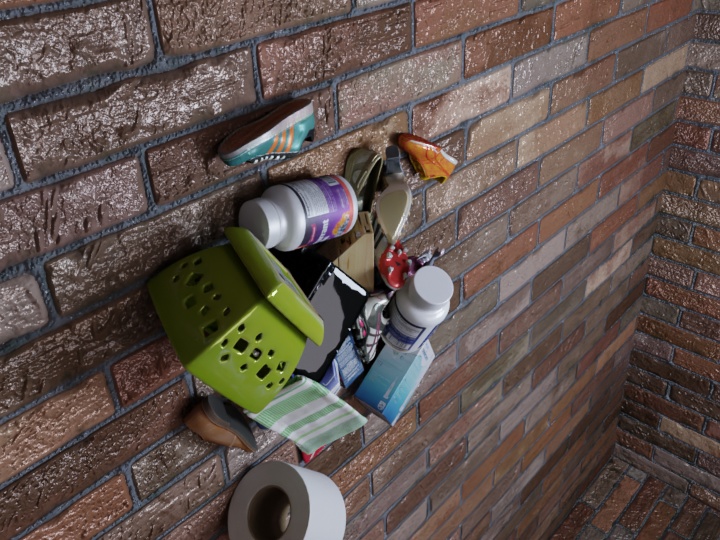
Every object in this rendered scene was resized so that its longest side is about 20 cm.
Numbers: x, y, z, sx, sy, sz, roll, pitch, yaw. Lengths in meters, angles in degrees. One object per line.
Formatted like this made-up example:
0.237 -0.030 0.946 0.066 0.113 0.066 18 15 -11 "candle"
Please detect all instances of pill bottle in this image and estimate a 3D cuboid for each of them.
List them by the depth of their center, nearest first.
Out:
-0.107 -0.097 1.169 0.198 0.110 0.113 -20 123 -44 "pill bottle"
0.112 0.076 1.351 0.111 0.111 0.201 -39 167 -31 "pill bottle"

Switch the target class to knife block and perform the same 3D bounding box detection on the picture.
0.000 0.000 1.320 0.174 0.065 0.200 29 122 -36 "knife block"

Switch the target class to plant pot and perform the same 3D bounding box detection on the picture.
-0.181 0.067 1.054 0.181 0.199 0.200 -40 140 -1 "plant pot"

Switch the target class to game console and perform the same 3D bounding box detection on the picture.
-0.112 0.072 1.225 0.202 0.174 0.117 -59 159 -10 "game console"

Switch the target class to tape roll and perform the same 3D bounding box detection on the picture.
-0.146 0.494 1.355 0.139 0.201 0.205 37 79 -52 "tape roll"

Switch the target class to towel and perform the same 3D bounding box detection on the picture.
-0.102 0.270 1.260 0.151 0.024 0.200 -31 130 18 "towel"

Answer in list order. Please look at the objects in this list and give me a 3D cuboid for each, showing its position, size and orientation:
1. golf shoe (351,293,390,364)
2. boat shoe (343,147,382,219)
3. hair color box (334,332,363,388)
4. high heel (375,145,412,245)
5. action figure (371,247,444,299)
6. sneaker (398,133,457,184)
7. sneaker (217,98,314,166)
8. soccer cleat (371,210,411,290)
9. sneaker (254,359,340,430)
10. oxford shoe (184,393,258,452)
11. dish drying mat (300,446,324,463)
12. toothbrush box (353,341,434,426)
0.022 0.119 1.355 0.087 0.078 0.201 -26 150 -11 "golf shoe"
0.001 -0.132 1.323 0.073 0.063 0.204 -6 113 -49 "boat shoe"
-0.066 0.133 1.348 0.060 0.099 0.202 -41 136 -27 "hair color box"
0.069 -0.125 1.338 0.143 0.070 0.204 75 15 -69 "high heel"
0.095 0.007 1.455 0.198 0.133 0.151 -18 123 -42 "action figure"
0.141 -0.233 1.440 0.199 0.073 0.078 21 102 -50 "sneaker"
-0.142 -0.206 1.103 0.199 0.071 0.081 -39 131 -34 "sneaker"
0.047 -0.035 1.341 0.068 0.202 0.085 18 135 -31 "soccer cleat"
-0.142 0.218 1.275 0.197 0.081 0.116 -29 128 9 "sneaker"
-0.253 0.292 1.246 0.071 0.072 0.201 -33 139 3 "oxford shoe"
-0.109 0.323 1.462 0.076 0.018 0.203 -33 132 -35 "dish drying mat"
0.084 0.243 1.577 0.201 0.085 0.147 -56 156 -12 "toothbrush box"
